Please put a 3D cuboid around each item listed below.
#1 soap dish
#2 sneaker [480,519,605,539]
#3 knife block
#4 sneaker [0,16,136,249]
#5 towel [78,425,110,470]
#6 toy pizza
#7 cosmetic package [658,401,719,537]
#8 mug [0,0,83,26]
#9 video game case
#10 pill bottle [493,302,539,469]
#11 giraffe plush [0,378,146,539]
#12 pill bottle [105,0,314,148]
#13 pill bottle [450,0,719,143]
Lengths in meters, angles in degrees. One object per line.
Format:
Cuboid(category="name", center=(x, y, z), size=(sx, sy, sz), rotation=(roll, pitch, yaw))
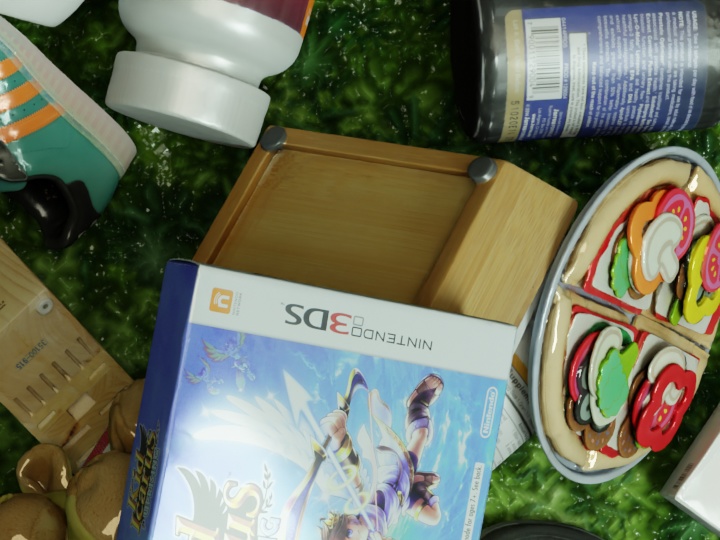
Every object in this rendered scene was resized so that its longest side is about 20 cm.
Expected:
Cuboid(category="soap dish", center=(0.000, 0.000, 1.306), size=(0.199, 0.081, 0.158), rotation=(11, 60, 35))
Cuboid(category="sneaker", center=(0.154, 0.200, 1.379), size=(0.199, 0.082, 0.074), rotation=(21, 88, -4))
Cuboid(category="knife block", center=(-0.220, 0.014, 1.363), size=(0.064, 0.176, 0.200), rotation=(-43, 138, -5))
Cuboid(category="sneaker", center=(-0.211, -0.087, 1.314), size=(0.200, 0.071, 0.080), rotation=(39, 63, -33))
Cuboid(category="towel", center=(-0.079, 0.169, 1.333), size=(0.200, 0.023, 0.144), rotation=(39, 126, 3))
Cuboid(category="toy pizza", center=(0.164, 0.029, 1.344), size=(0.032, 0.200, 0.201), rotation=(20, 84, 35))
Cuboid(category="cosmetic package", center=(0.270, 0.076, 1.411), size=(0.082, 0.051, 0.200), rotation=(36, 85, -2))
Cuboid(category="mug", center=(-0.172, -0.226, 1.308), size=(0.147, 0.199, 0.176), rotation=(10, 99, -49))
Cuboid(category="video game case", center=(-0.025, 0.108, 1.163), size=(0.180, 0.045, 0.201), rotation=(11, 88, -26))
Cuboid(category="pill bottle", center=(0.042, 0.072, 1.357), size=(0.200, 0.109, 0.109), rotation=(-41, 92, -6))
Cuboid(category="giraffe plush", center=(-0.137, 0.154, 1.265), size=(0.161, 0.200, 0.173), rotation=(2, 54, 31))
Cuboid(category="pill bottle", center=(-0.076, -0.178, 1.353), size=(0.109, 0.110, 0.201), rotation=(16, 86, -5))
Cuboid(category="pill bottle", center=(0.157, -0.135, 1.376), size=(0.199, 0.112, 0.113), rotation=(-3, 88, -6))
